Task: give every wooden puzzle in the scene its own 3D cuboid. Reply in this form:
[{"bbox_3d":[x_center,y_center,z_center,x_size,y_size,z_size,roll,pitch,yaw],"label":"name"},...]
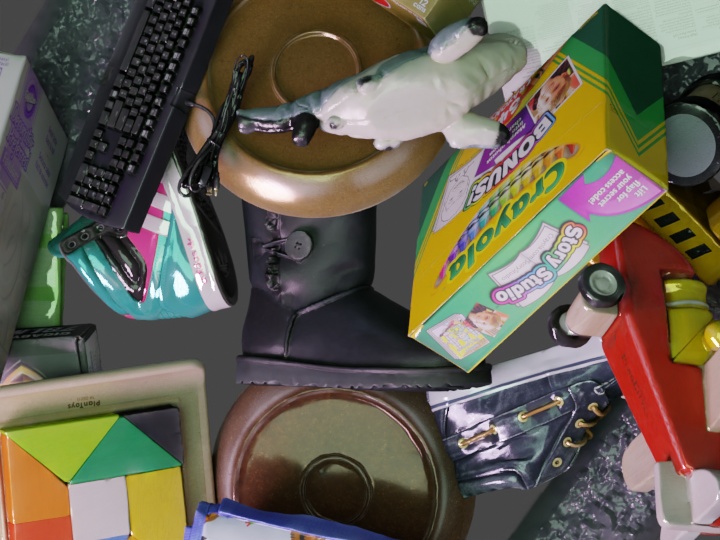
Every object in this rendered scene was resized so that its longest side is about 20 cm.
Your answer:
[{"bbox_3d":[-0.189,0.172,1.673,0.184,0.037,0.201,-8,102,-24],"label":"wooden puzzle"}]

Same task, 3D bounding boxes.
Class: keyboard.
[{"bbox_3d":[-0.132,-0.122,1.623,0.127,0.021,0.201,19,86,30],"label":"keyboard"}]

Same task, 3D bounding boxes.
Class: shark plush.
[{"bbox_3d":[0.020,-0.112,1.582,0.199,0.083,0.091,-24,114,7],"label":"shark plush"}]

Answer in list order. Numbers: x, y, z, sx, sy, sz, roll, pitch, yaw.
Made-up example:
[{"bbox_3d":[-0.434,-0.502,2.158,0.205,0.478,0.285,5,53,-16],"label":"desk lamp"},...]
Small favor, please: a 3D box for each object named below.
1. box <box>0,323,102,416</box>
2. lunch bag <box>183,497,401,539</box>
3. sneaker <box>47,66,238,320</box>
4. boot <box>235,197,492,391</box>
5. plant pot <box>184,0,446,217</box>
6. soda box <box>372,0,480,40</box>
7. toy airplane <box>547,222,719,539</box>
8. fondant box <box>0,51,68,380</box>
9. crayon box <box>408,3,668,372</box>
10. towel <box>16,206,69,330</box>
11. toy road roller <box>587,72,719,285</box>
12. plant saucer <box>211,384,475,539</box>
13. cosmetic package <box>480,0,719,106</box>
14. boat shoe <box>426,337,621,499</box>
[{"bbox_3d":[-0.281,0.145,1.723,0.199,0.050,0.200,-4,101,9],"label":"box"},{"bbox_3d":[-0.046,0.260,1.640,0.169,0.124,0.201,12,121,6],"label":"lunch bag"},{"bbox_3d":[-0.173,-0.052,1.686,0.120,0.084,0.201,-19,83,11],"label":"sneaker"},{"bbox_3d":[0.000,0.000,1.635,0.199,0.076,0.169,1,88,28],"label":"boot"},{"bbox_3d":[-0.030,-0.135,1.635,0.199,0.028,0.201,-1,71,3],"label":"plant pot"},{"bbox_3d":[-0.007,-0.239,1.616,0.200,0.068,0.064,36,88,19],"label":"soda box"},{"bbox_3d":[0.224,0.079,1.508,0.141,0.200,0.200,-15,113,-23],"label":"toy airplane"},{"bbox_3d":[-0.269,-0.036,1.633,0.058,0.144,0.201,9,71,9],"label":"fondant box"},{"bbox_3d":[0.117,-0.055,1.554,0.058,0.173,0.200,34,123,-18],"label":"crayon box"},{"bbox_3d":[-0.317,0.018,1.745,0.199,0.031,0.150,4,98,7],"label":"towel"},{"bbox_3d":[0.242,-0.028,1.598,0.200,0.123,0.146,47,115,3],"label":"toy road roller"},{"bbox_3d":[-0.016,0.158,1.700,0.199,0.034,0.201,1,96,11],"label":"plant saucer"},{"bbox_3d":[0.190,-0.177,1.623,0.199,0.051,0.083,-13,91,11],"label":"cosmetic package"},{"bbox_3d":[0.150,0.096,1.646,0.199,0.071,0.091,-18,87,18],"label":"boat shoe"}]
